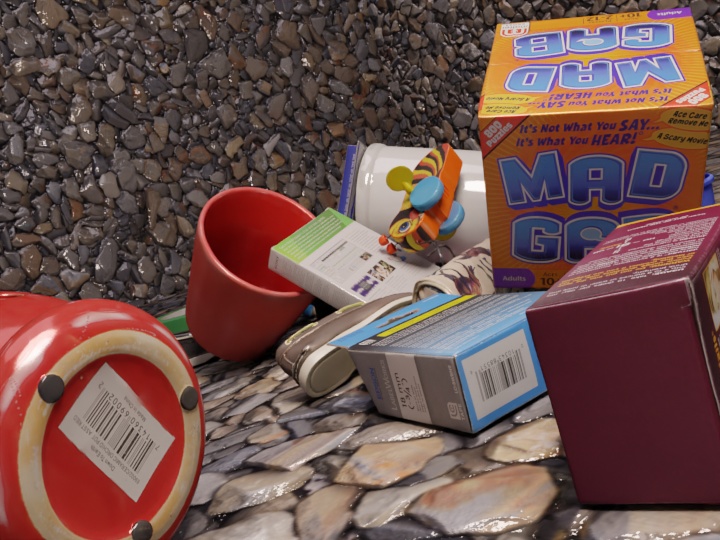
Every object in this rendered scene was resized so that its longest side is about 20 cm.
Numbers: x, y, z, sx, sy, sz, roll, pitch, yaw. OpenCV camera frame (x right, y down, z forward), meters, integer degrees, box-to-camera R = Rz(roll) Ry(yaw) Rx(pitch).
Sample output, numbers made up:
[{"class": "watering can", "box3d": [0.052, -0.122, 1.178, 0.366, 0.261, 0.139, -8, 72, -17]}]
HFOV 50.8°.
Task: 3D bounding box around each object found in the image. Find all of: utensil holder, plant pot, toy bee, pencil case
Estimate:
[{"class": "utensil holder", "box3d": [0.108, -0.095, 1.110, 0.195, 0.174, 0.170, 5, 13, 18]}, {"class": "plant pot", "box3d": [-0.155, 0.016, 1.055, 0.199, 0.201, 0.179, -23, -26, -46]}, {"class": "plant pot", "box3d": [-0.220, 0.115, 0.506, 0.179, 0.205, 0.199, -4, 13, 34]}, {"class": "toy bee", "box3d": [0.070, -0.073, 0.965, 0.107, 0.132, 0.201, -21, 20, 32]}, {"class": "pencil case", "box3d": [0.138, 0.018, 0.850, 0.198, 0.089, 0.079, -27, -31, -42]}]

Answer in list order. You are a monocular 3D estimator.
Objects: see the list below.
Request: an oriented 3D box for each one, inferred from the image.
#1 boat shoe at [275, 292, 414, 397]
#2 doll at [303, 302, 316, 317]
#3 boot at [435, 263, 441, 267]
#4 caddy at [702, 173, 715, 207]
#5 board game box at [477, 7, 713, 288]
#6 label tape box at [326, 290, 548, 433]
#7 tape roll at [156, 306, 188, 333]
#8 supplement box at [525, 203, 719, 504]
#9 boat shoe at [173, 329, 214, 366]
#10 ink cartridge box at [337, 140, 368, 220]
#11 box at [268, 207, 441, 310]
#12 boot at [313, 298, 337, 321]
[{"class": "boat shoe", "box3d": [-0.003, 0.067, 0.824, 0.059, 0.073, 0.198, 29, 41, 36]}, {"class": "doll", "box3d": [-0.105, 0.041, 1.292, 0.135, 0.050, 0.198, 25, 24, 35]}, {"class": "boot", "box3d": [0.136, -0.016, 1.339, 0.129, 0.069, 0.200, -30, 7, -2]}, {"class": "caddy", "box3d": [0.369, -0.080, 0.960, 0.138, 0.107, 0.200, -17, 7, 12]}, {"class": "board game box", "box3d": [0.234, -0.123, 0.776, 0.195, 0.203, 0.202, 0, 40, 17]}, {"class": "label tape box", "box3d": [0.081, 0.070, 0.654, 0.142, 0.065, 0.199, -21, 7, -29]}, {"class": "tape roll", "box3d": [-0.346, 0.102, 1.612, 0.196, 0.049, 0.200, -18, 6, 2]}, {"class": "supplement box", "box3d": [0.180, 0.038, 0.447, 0.084, 0.113, 0.199, -13, 8, 35]}, {"class": "boat shoe", "box3d": [-0.217, 0.100, 1.214, 0.196, 0.062, 0.074, -19, 5, -16]}, {"class": "ink cartridge box", "box3d": [-0.006, -0.084, 1.163, 0.046, 0.203, 0.199, 10, 1, 20]}, {"class": "box", "box3d": [0.000, 0.000, 0.974, 0.198, 0.037, 0.144, 30, 38, 17]}, {"class": "boot", "box3d": [0.019, 0.037, 1.088, 0.135, 0.079, 0.199, -14, 6, -17]}]
